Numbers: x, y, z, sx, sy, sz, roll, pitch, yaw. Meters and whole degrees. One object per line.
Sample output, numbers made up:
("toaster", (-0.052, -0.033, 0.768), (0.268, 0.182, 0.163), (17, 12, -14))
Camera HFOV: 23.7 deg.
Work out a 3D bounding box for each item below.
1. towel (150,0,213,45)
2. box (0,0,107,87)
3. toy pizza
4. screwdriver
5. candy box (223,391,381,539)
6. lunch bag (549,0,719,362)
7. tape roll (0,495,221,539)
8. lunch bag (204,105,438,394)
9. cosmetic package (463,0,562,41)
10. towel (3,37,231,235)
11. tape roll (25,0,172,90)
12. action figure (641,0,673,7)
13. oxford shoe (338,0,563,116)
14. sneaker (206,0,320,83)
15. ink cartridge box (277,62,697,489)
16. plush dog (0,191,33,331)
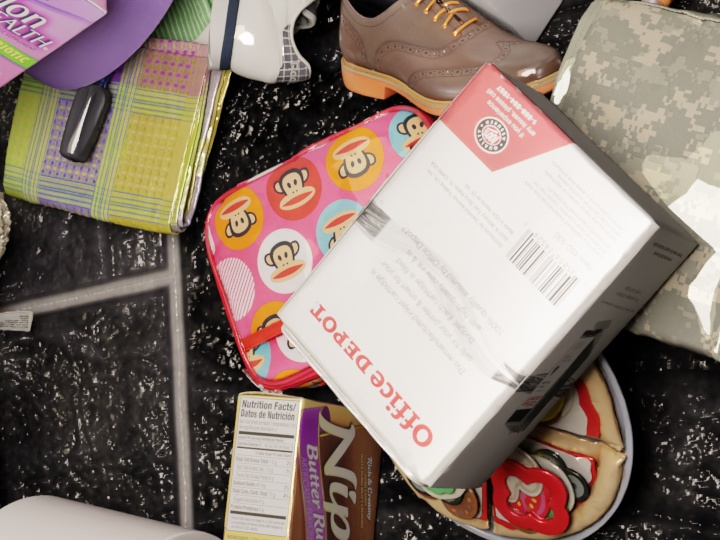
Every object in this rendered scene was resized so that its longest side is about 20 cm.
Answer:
("towel", (-0.187, -0.210, 1.356), (0.152, 0.023, 0.201), (-38, 65, 20))
("box", (-0.277, -0.223, 1.203), (0.199, 0.096, 0.177), (-28, 51, 32))
("toy pizza", (0.078, 0.092, 1.082), (0.199, 0.032, 0.202), (18, 124, 29))
("screwdriver", (-0.188, -0.178, 1.296), (0.028, 0.029, 0.202), (16, 90, 34))
("candy box", (-0.040, 0.187, 1.143), (0.056, 0.116, 0.202), (3, 82, 30))
("lunch bag", (0.197, -0.060, 1.048), (0.163, 0.117, 0.202), (19, 97, 32))
("tape roll", (-0.182, 0.264, 1.163), (0.138, 0.202, 0.205), (7, 84, 32))
("lunch bag", (0.000, 0.000, 1.179), (0.199, 0.082, 0.178), (-25, 74, 23))
("cosmetic package", (0.036, -0.233, 1.125), (0.150, 0.200, 0.052), (37, 93, 30))
("towel", (-0.190, -0.109, 1.314), (0.199, 0.023, 0.145), (11, 87, 34))
("tape roll", (-0.220, -0.245, 1.291), (0.199, 0.085, 0.202), (-23, 54, 34))
("action figure", (0.219, -0.222, 1.077), (0.193, 0.104, 0.201), (-45, 59, 27))
("oxford shoe", (0.054, -0.149, 1.126), (0.199, 0.071, 0.073), (13, 125, 44))
("sneaker", (-0.060, -0.231, 1.265), (0.080, 0.076, 0.202), (10, 75, 0))
("ink cartridge box", (0.071, 0.007, 0.995), (0.200, 0.083, 0.147), (-49, 64, 14))
("plush dog", (-0.351, -0.019, 1.370), (0.199, 0.161, 0.173), (-23, 51, 8))
